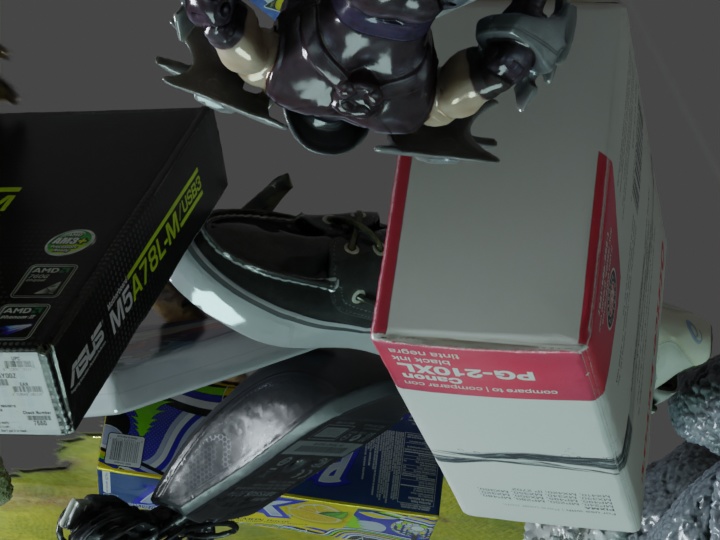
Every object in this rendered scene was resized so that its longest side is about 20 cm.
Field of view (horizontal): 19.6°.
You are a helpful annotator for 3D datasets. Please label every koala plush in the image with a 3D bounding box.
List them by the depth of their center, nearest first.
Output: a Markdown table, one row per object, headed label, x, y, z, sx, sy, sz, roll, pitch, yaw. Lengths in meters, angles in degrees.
| label | x | y | z | sx | sy | sz | roll | pitch | yaw |
| --- | --- | --- | --- | --- | --- | --- | --- | --- | --- |
| koala plush | 0.192 | 0.152 | 1.130 | 0.176 | 0.185 | 0.200 | 21 | 165 | -28 |

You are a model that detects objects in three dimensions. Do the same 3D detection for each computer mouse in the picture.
| label | x | y | z | sx | sy | sz | roll | pitch | yaw |
| --- | --- | --- | --- | --- | --- | --- | --- | --- | --- |
| computer mouse | -0.062 | 0.091 | 1.109 | 0.199 | 0.053 | 0.138 | -33 | 159 | 16 |

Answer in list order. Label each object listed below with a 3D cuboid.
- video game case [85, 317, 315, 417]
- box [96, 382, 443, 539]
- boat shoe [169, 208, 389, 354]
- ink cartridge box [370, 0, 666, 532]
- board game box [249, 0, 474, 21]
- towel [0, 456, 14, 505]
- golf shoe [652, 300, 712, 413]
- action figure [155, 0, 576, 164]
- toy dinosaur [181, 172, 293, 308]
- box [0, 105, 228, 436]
| label | x | y | z | sx | sy | sz | roll | pitch | yaw |
| --- | --- | --- | --- | --- | --- | --- | --- | --- | --- |
| video game case | -0.137 | 0.049 | 1.035 | 0.181 | 0.023 | 0.200 | -7 | -176 | 29 |
| box | -0.052 | 0.111 | 1.216 | 0.198 | 0.065 | 0.070 | 9 | 156 | -2 |
| boat shoe | 0.000 | 0.000 | 0.947 | 0.199 | 0.069 | 0.057 | 15 | 125 | -38 |
| ink cartridge box | 0.071 | 0.004 | 0.840 | 0.084 | 0.146 | 0.200 | 3 | 155 | 15 |
| board game box | 0.032 | -0.141 | 0.624 | 0.199 | 0.035 | 0.135 | -21 | 145 | 30 |
| towel | -0.327 | 0.114 | 1.339 | 0.198 | 0.037 | 0.149 | 7 | 157 | 1 |
| golf shoe | 0.111 | 0.067 | 1.062 | 0.096 | 0.079 | 0.200 | 7 | 158 | -14 |
| action figure | 0.013 | -0.090 | 0.613 | 0.129 | 0.070 | 0.200 | 2 | 155 | -20 |
| toy dinosaur | -0.116 | -0.007 | 1.000 | 0.198 | 0.048 | 0.088 | -4 | 147 | 17 |
| box | -0.176 | -0.004 | 0.855 | 0.198 | 0.194 | 0.048 | 0 | 124 | 18 |
